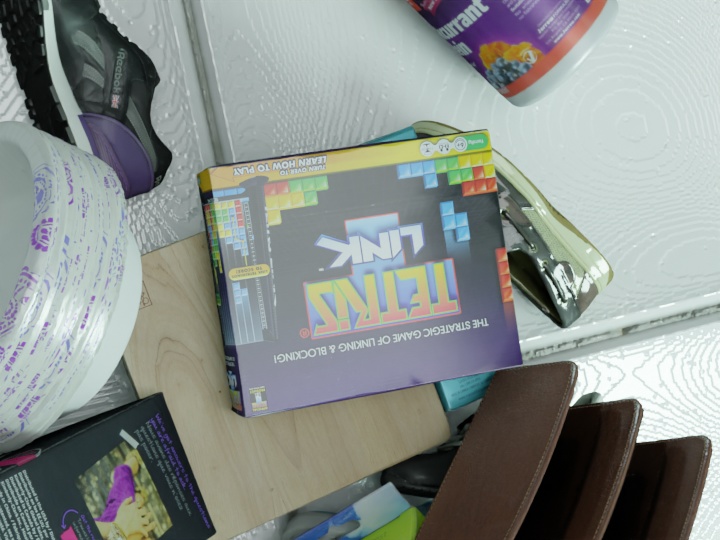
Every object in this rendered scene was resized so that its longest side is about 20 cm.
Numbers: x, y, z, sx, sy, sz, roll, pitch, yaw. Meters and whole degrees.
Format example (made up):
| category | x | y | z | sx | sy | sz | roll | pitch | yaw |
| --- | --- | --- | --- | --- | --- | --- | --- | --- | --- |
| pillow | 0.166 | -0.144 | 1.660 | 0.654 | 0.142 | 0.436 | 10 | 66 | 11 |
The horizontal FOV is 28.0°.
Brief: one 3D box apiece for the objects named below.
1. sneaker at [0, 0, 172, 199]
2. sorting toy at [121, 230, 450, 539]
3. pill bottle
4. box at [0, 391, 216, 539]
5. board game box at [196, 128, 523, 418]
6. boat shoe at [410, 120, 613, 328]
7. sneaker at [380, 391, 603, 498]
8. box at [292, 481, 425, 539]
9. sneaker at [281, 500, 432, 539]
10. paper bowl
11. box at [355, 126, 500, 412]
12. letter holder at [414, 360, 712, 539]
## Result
| category | x | y | z | sx | sy | sz | roll | pitch | yaw |
| --- | --- | --- | --- | --- | --- | --- | --- | --- | --- |
| sneaker | -0.189 | -0.146 | 1.004 | 0.087 | 0.076 | 0.201 | -17 | 97 | -34 |
| sorting toy | -0.065 | 0.062 | 1.024 | 0.198 | 0.070 | 0.201 | -22 | 94 | -17 |
| pill bottle | 0.086 | -0.227 | 1.071 | 0.200 | 0.111 | 0.112 | 42 | 75 | -12 |
| box | -0.202 | 0.164 | 0.894 | 0.200 | 0.122 | 0.107 | -24 | 93 | -62 |
| board game box | 0.000 | 0.000 | 0.977 | 0.199 | 0.057 | 0.167 | -10 | 90 | -15 |
| boat shoe | 0.106 | -0.032 | 1.089 | 0.201 | 0.072 | 0.066 | 39 | 71 | -18 |
| sneaker | 0.102 | 0.127 | 1.084 | 0.199 | 0.074 | 0.089 | -1 | 85 | -28 |
| box | 0.035 | 0.254 | 1.019 | 0.122 | 0.048 | 0.200 | -33 | 112 | 19 |
| sneaker | 0.041 | 0.205 | 1.068 | 0.199 | 0.082 | 0.074 | 16 | 124 | -4 |
| paper bowl | -0.215 | 0.016 | 0.912 | 0.104 | 0.200 | 0.202 | 25 | 79 | -38 |
| box | 0.038 | 0.001 | 1.058 | 0.049 | 0.082 | 0.201 | -21 | 94 | -18 |
| letter holder | 0.130 | 0.165 | 0.945 | 0.101 | 0.142 | 0.201 | 47 | 54 | -24 |
